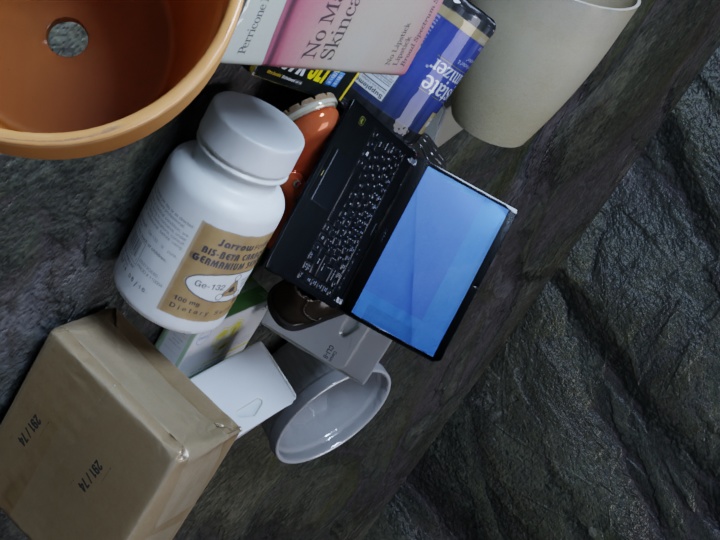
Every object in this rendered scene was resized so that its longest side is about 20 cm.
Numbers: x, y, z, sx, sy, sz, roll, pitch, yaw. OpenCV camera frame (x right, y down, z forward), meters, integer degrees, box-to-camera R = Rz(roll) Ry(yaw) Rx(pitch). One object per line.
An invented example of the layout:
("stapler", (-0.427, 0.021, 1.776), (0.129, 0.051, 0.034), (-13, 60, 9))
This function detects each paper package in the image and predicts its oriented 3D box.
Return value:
("paper package", (-0.243, 0.171, 1.120), (0.201, 0.190, 0.103), (-58, 160, 24))

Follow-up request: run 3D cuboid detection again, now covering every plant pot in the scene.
("plant pot", (-0.165, -0.147, 0.642), (0.200, 0.200, 0.140), (-46, 180, -14))
("plant pot", (0.178, -0.244, 1.298), (0.187, 0.187, 0.201), (-29, 148, -52))

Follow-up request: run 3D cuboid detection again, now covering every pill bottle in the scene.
("pill bottle", (-0.132, -0.052, 1.055), (0.114, 0.114, 0.201), (-23, 149, -58))
("pill bottle", (0.037, -0.196, 1.190), (0.201, 0.112, 0.112), (-55, 164, 13))

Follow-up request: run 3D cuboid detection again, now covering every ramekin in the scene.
("ramekin", (-0.065, 0.175, 1.712), (0.199, 0.105, 0.201), (-29, 150, -18))

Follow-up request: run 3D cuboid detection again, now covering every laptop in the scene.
("laptop", (0.033, -0.033, 1.133), (0.200, 0.103, 0.178), (34, 83, -53))

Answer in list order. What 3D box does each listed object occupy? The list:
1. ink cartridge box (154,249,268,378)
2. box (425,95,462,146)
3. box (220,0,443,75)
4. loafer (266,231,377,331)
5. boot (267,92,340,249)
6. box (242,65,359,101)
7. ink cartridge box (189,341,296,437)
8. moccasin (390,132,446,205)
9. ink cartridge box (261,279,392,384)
("ink cartridge box", (-0.152, 0.035, 1.330), (0.145, 0.048, 0.201), (-25, 153, -56))
("box", (0.128, -0.230, 1.451), (0.200, 0.068, 0.082), (-37, 160, -37))
("box", (-0.036, -0.224, 0.847), (0.199, 0.109, 0.128), (-8, 134, -48))
("loafer", (0.001, 0.005, 1.222), (0.199, 0.073, 0.071), (-27, 174, -26))
("boot", (-0.055, -0.084, 1.148), (0.075, 0.108, 0.200), (-20, 158, -34))
("box", (-0.026, -0.237, 1.049), (0.160, 0.049, 0.200), (-52, 165, 13))
("ink cartridge box", (-0.191, 0.176, 1.356), (0.200, 0.085, 0.144), (-34, 177, 39))
("moccasin", (0.041, -0.096, 1.323), (0.078, 0.074, 0.202), (-33, -164, 34))
("ink cartridge box", (0.000, 0.000, 1.389), (0.146, 0.144, 0.200), (-60, -179, 34))
